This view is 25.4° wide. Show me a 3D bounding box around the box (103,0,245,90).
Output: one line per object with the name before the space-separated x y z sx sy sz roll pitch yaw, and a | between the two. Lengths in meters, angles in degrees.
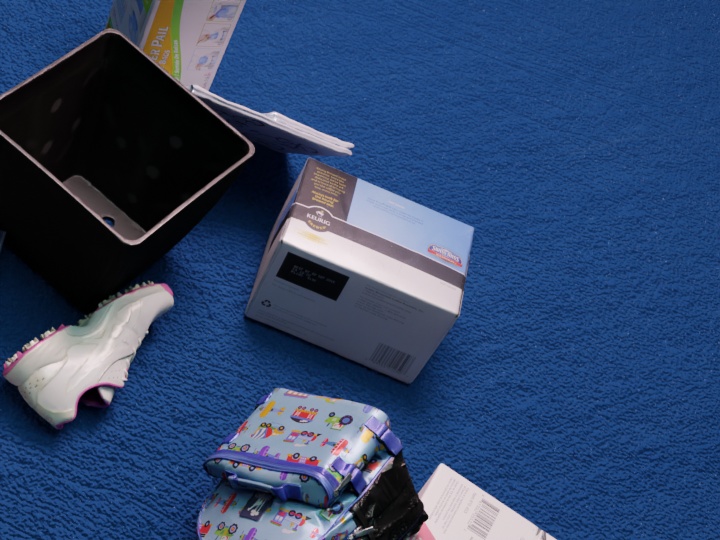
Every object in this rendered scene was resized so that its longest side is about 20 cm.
box | -0.208 -0.275 1.752 0.100 0.200 0.113 0 55 -25

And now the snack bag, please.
snack bag | -0.128 -0.164 1.716 0.199 0.188 0.022 20 87 -26

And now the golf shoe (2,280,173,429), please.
golf shoe | -0.249 0.081 1.541 0.199 0.075 0.092 -33 87 -39

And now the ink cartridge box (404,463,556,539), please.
ink cartridge box | 0.118 0.304 1.521 0.199 0.085 0.145 33 46 3

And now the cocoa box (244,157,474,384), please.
cocoa box | 0.000 0.000 1.676 0.198 0.134 0.132 23 46 -8

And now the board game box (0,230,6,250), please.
board game box | -0.422 0.029 1.509 0.134 0.035 0.201 17 49 -13

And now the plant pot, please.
plant pot | -0.258 -0.080 1.583 0.199 0.178 0.200 39 46 9

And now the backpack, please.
backpack | -0.065 0.221 1.435 0.181 0.135 0.200 11 41 38
